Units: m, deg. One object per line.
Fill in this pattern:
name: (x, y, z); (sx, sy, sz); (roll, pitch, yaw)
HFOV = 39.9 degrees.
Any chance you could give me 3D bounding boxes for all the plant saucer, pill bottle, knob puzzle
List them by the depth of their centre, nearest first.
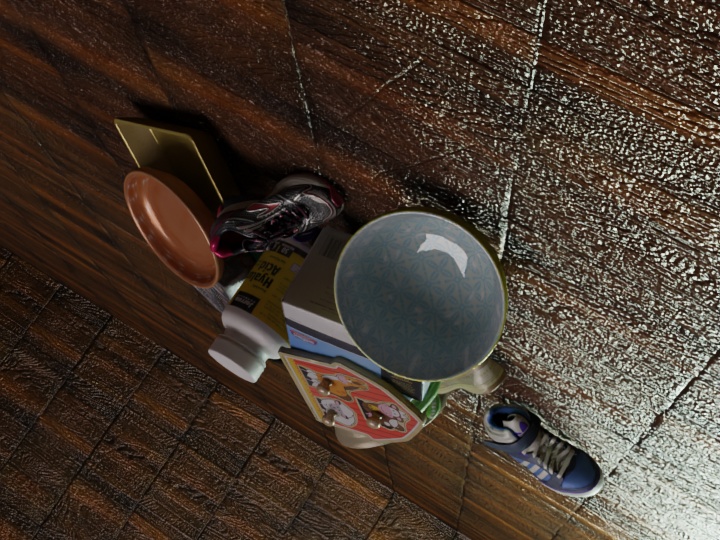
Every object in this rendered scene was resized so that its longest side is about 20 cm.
knob puzzle: (-0.005, 0.186, 1.340); (0.218, 0.031, 0.220); (22, 148, 14)
plant saucer: (-0.240, -0.134, 1.405); (0.199, 0.048, 0.201); (18, 141, 44)
plant saucer: (-0.262, -0.066, 1.426); (0.200, 0.037, 0.201); (34, 146, 26)
pill bottle: (-0.130, 0.056, 1.426); (0.111, 0.201, 0.111); (29, 162, 10)

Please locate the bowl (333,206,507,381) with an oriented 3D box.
bowl: (0.078, 0.014, 1.133); (0.199, 0.201, 0.108); (32, -154, 6)

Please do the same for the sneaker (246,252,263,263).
sneaker: (-0.125, -0.011, 1.539); (0.199, 0.080, 0.078); (33, 164, -1)

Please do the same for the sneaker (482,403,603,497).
sneaker: (0.284, 0.283, 1.590); (0.199, 0.081, 0.146); (28, 168, 38)

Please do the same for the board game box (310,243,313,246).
board game box: (0.000, 0.000, 1.425); (0.120, 0.032, 0.200); (35, 163, -20)

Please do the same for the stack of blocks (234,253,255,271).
stack of blocks: (-0.205, -0.011, 1.660); (0.116, 0.058, 0.200); (59, 159, -13)

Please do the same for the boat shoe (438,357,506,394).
boat shoe: (0.139, 0.143, 1.502); (0.065, 0.072, 0.200); (50, 158, -18)

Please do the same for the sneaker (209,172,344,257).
sneaker: (-0.108, -0.063, 1.279); (0.199, 0.075, 0.081); (-17, 126, 31)

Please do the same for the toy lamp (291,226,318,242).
toy lamp: (-0.139, -0.074, 1.427); (0.058, 0.058, 0.199); (44, 161, -32)

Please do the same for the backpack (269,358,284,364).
backpack: (-0.104, 0.108, 1.747); (0.166, 0.127, 0.200); (23, 178, -39)

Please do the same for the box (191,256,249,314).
box: (-0.231, 0.007, 1.572); (0.200, 0.048, 0.159); (38, 159, 35)

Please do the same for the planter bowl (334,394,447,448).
planter bowl: (0.030, 0.184, 1.651); (0.200, 0.200, 0.135); (6, 121, 58)

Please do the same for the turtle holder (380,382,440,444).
turtle holder: (0.048, 0.147, 1.424); (0.185, 0.141, 0.132); (-21, 127, 29)

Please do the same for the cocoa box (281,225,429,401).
cocoa box: (0.016, 0.058, 1.295); (0.199, 0.134, 0.132); (20, 150, 14)
